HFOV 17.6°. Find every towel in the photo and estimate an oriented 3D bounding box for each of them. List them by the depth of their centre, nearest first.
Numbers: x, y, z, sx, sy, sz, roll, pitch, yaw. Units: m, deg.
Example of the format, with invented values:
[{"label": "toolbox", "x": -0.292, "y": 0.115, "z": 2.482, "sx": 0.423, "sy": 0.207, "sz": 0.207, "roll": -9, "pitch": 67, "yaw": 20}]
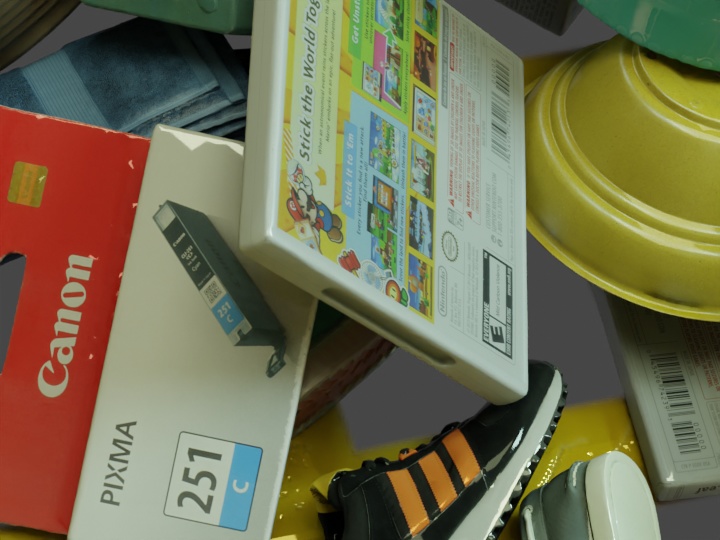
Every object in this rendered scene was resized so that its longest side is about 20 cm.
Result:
[{"label": "towel", "x": -0.154, "y": -0.068, "z": 1.173, "sx": 0.199, "sy": 0.049, "sz": 0.112, "roll": -25, "pitch": 46, "yaw": -8}]

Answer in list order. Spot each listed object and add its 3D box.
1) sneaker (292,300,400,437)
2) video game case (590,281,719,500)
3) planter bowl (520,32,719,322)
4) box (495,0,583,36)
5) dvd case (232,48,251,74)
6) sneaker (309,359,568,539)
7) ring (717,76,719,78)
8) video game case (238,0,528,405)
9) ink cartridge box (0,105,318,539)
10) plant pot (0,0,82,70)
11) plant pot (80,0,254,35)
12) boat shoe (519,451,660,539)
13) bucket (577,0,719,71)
[{"label": "sneaker", "x": 0.000, "y": 0.000, "z": 1.174, "sx": 0.200, "sy": 0.071, "sz": 0.080, "roll": -38, "pitch": 73, "yaw": -27}, {"label": "video game case", "x": 0.216, "y": 0.021, "z": 1.226, "sx": 0.181, "sy": 0.022, "sz": 0.201, "roll": -6, "pitch": 57, "yaw": -13}, {"label": "planter bowl", "x": 0.174, "y": -0.074, "z": 1.181, "sx": 0.199, "sy": 0.084, "sz": 0.201, "roll": 7, "pitch": 44, "yaw": -7}, {"label": "box", "x": 0.131, "y": -0.253, "z": 1.340, "sx": 0.101, "sy": 0.113, "sz": 0.200, "roll": 31, "pitch": 59, "yaw": 11}, {"label": "dvd case", "x": -0.063, "y": -0.060, "z": 1.186, "sx": 0.199, "sy": 0.018, "sz": 0.143, "roll": -2, "pitch": 48, "yaw": 13}, {"label": "sneaker", "x": 0.026, "y": 0.106, "z": 1.107, "sx": 0.090, "sy": 0.070, "sz": 0.200, "roll": 29, "pitch": 59, "yaw": 7}, {"label": "ring", "x": 0.294, "y": -0.092, "z": 1.297, "sx": 0.199, "sy": 0.019, "sz": 0.201, "roll": 5, "pitch": 45, "yaw": -5}, {"label": "video game case", "x": 0.015, "y": -0.058, "z": 1.098, "sx": 0.182, "sy": 0.023, "sz": 0.201, "roll": 32, "pitch": 48, "yaw": -39}, {"label": "ink cartridge box", "x": -0.112, "y": 0.031, "z": 1.090, "sx": 0.175, "sy": 0.045, "sz": 0.201, "roll": 11, "pitch": 85, "yaw": -1}, {"label": "plant pot", "x": -0.198, "y": -0.164, "z": 1.212, "sx": 0.093, "sy": 0.200, "sz": 0.201, "roll": 50, "pitch": 55, "yaw": -20}, {"label": "plant pot", "x": -0.059, "y": -0.198, "z": 1.196, "sx": 0.141, "sy": 0.142, "sz": 0.200, "roll": 14, "pitch": 29, "yaw": 21}, {"label": "boat shoe", "x": 0.108, "y": 0.185, "z": 1.087, "sx": 0.062, "sy": 0.073, "sz": 0.201, "roll": -18, "pitch": 58, "yaw": 31}, {"label": "bucket", "x": 0.191, "y": -0.205, "z": 1.158, "sx": 0.206, "sy": 0.135, "sz": 0.208, "roll": 9, "pitch": 45, "yaw": -9}]
